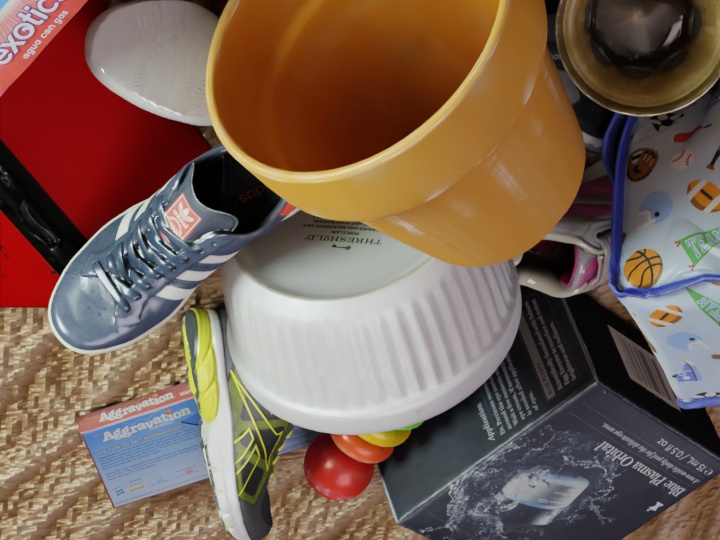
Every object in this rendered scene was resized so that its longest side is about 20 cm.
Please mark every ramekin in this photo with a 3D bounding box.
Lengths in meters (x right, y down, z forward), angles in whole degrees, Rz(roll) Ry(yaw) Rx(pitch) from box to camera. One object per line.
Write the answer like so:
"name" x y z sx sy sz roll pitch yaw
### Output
"ramekin" 0.000 0.000 1.470 0.199 0.200 0.105 -19 133 -2

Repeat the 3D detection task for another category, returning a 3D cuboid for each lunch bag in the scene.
"lunch bag" 0.234 -0.034 1.485 0.123 0.201 0.170 -6 149 21

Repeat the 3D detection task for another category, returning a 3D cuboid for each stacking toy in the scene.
"stacking toy" 0.017 0.094 1.655 0.085 0.086 0.200 14 126 -34

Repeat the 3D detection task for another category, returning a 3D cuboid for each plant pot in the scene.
"plant pot" 0.040 -0.097 1.324 0.200 0.201 0.183 -32 140 14

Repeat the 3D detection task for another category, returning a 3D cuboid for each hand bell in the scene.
"hand bell" 0.165 -0.164 1.366 0.104 0.200 0.105 0 105 1

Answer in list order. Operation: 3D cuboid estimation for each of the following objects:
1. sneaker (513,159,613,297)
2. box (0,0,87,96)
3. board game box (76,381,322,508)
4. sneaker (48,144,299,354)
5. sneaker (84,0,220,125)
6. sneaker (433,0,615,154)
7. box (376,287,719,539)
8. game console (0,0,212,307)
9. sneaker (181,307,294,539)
"sneaker" 0.161 -0.023 1.589 0.199 0.088 0.082 -9 139 -14
"box" -0.215 -0.180 1.249 0.095 0.103 0.200 24 125 -39
"board game box" -0.105 0.115 1.688 0.199 0.019 0.103 -17 141 -3
"sneaker" -0.115 -0.024 1.385 0.200 0.075 0.085 -40 175 -2
"sneaker" -0.093 -0.117 1.392 0.199 0.076 0.088 8 168 -35
"sneaker" 0.133 -0.142 1.458 0.200 0.076 0.088 19 122 -37
"box" 0.144 0.130 1.733 0.200 0.118 0.196 -37 137 21
"game console" -0.216 -0.074 1.432 0.172 0.119 0.200 0 147 27
"sneaker" -0.075 0.113 1.622 0.084 0.075 0.201 -12 122 -7
